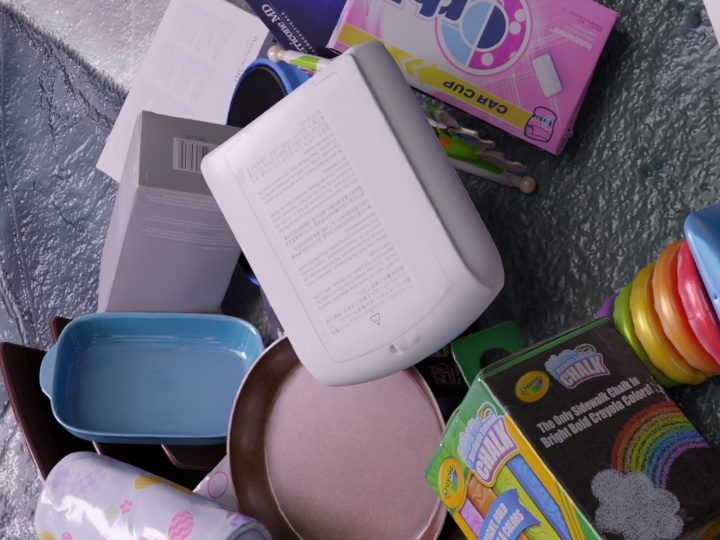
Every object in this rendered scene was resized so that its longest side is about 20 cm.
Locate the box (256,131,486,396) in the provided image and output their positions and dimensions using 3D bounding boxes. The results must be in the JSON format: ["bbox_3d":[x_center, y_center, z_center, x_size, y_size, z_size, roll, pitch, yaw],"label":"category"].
[{"bbox_3d":[0.000,0.000,1.074,0.159,0.049,0.203,-1,116,26],"label":"box"}]

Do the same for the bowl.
[{"bbox_3d":[-0.070,-0.082,1.182,0.200,0.039,0.204,178,90,-65],"label":"bowl"}]

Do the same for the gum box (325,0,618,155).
[{"bbox_3d":[0.087,-0.178,1.058,0.066,0.198,0.115,-120,55,-80],"label":"gum box"}]

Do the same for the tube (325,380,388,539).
[{"bbox_3d":[0.005,0.151,1.079,0.076,0.050,0.203,2,98,17],"label":"tube"}]

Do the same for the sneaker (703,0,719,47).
[{"bbox_3d":[0.313,-0.186,0.949,0.145,0.080,0.203,-22,63,23],"label":"sneaker"}]

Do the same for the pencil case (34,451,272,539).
[{"bbox_3d":[-0.161,0.207,1.080,0.198,0.083,0.092,14,85,34],"label":"pencil case"}]

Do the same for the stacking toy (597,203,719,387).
[{"bbox_3d":[0.204,0.043,0.968,0.199,0.109,0.117,-31,76,42],"label":"stacking toy"}]

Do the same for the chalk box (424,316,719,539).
[{"bbox_3d":[0.132,0.124,0.934,0.201,0.124,0.125,54,144,26],"label":"chalk box"}]

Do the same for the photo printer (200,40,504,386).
[{"bbox_3d":[-0.003,-0.029,0.966,0.166,0.069,0.202,-32,84,31],"label":"photo printer"}]

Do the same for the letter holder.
[{"bbox_3d":[-0.222,0.121,1.244,0.101,0.141,0.201,-44,56,21],"label":"letter holder"}]

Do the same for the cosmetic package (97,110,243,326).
[{"bbox_3d":[-0.158,-0.031,1.196,0.201,0.105,0.091,120,152,-49],"label":"cosmetic package"}]

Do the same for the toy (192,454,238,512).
[{"bbox_3d":[-0.062,0.183,1.165,0.200,0.047,0.115,-49,50,12],"label":"toy"}]

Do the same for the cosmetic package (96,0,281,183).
[{"bbox_3d":[-0.153,-0.154,1.315,0.150,0.051,0.202,33,100,44],"label":"cosmetic package"}]

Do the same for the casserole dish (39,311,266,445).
[{"bbox_3d":[-0.169,0.095,1.188,0.197,0.039,0.122,1,54,-4],"label":"casserole dish"}]

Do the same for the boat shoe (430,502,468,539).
[{"bbox_3d":[0.093,0.182,1.034,0.073,0.065,0.202,-9,55,47],"label":"boat shoe"}]

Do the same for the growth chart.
[{"bbox_3d":[0.038,-0.115,1.071,0.144,0.199,0.018,21,84,47],"label":"growth chart"}]

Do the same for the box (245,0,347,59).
[{"bbox_3d":[-0.005,-0.278,1.154,0.198,0.148,0.105,-20,38,34],"label":"box"}]

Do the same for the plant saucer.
[{"bbox_3d":[-0.012,0.139,1.048,0.198,0.034,0.204,2,93,31],"label":"plant saucer"}]
